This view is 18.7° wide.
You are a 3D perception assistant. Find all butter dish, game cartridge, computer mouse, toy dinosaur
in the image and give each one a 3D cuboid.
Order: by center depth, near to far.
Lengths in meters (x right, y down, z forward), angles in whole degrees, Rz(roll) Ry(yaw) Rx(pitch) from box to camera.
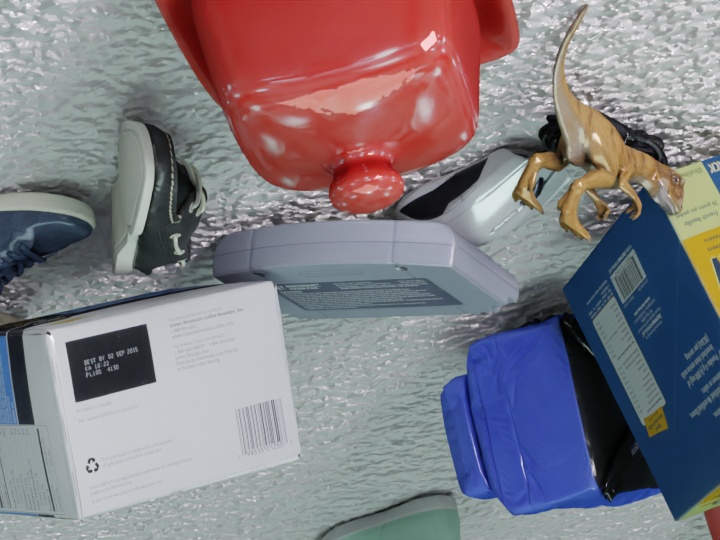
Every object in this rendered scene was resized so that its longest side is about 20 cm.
[{"bbox_3d":[-0.005,-0.104,1.264,0.197,0.149,0.200,-10,157,7],"label":"butter dish"},{"bbox_3d":[0.145,-0.085,1.440,0.060,0.107,0.200,27,170,42],"label":"toy dinosaur"},{"bbox_3d":[0.111,-0.055,1.546,0.199,0.044,0.109,-27,151,36],"label":"computer mouse"},{"bbox_3d":[0.000,0.000,1.591,0.198,0.041,0.133,-3,165,28],"label":"game cartridge"}]

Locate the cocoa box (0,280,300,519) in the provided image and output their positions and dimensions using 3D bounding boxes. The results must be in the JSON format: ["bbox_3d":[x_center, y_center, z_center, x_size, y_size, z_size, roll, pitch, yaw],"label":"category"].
[{"bbox_3d":[-0.164,0.089,1.551,0.199,0.135,0.131,-13,-175,-40],"label":"cocoa box"}]

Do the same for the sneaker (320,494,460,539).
[{"bbox_3d":[0.027,0.318,2.280,0.073,0.119,0.200,12,151,-41],"label":"sneaker"}]

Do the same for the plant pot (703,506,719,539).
[{"bbox_3d":[0.479,0.321,2.363,0.198,0.179,0.201,-6,157,-3],"label":"plant pot"}]

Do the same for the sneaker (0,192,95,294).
[{"bbox_3d":[-0.271,0.008,1.511,0.198,0.085,0.075,-16,156,17],"label":"sneaker"}]

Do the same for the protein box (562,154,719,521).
[{"bbox_3d":[0.273,0.043,1.589,0.134,0.201,0.199,-18,162,-22],"label":"protein box"}]

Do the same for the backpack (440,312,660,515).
[{"bbox_3d":[0.175,0.120,1.836,0.167,0.164,0.199,-13,171,35],"label":"backpack"}]

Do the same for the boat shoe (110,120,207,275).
[{"bbox_3d":[-0.131,-0.046,1.450,0.060,0.075,0.200,-3,159,-11],"label":"boat shoe"}]

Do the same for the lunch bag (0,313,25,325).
[{"bbox_3d":[-0.344,0.109,1.652,0.166,0.140,0.200,17,150,-14],"label":"lunch bag"}]
